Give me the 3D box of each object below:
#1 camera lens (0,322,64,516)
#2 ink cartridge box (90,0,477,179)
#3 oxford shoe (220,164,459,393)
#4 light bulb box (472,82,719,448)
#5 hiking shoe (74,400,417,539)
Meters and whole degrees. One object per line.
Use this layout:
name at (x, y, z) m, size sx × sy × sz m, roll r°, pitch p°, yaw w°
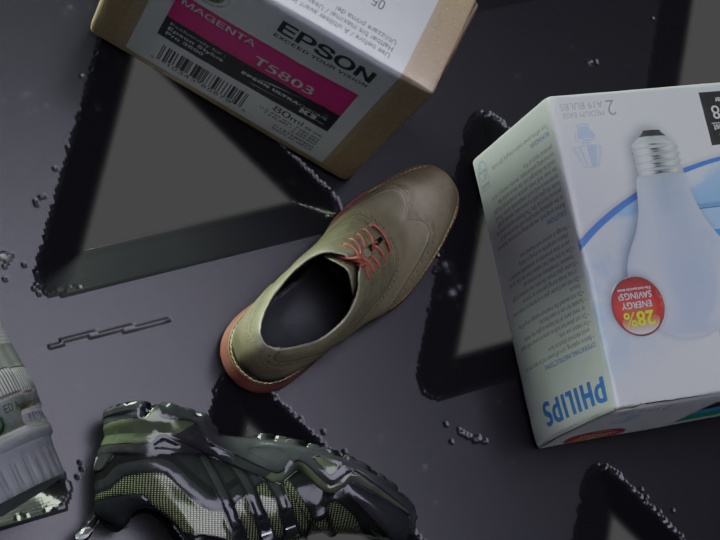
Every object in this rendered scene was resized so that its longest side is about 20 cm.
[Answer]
camera lens at (-0.269, 0.057, 0.929) m, size 0.159 × 0.160 × 0.201 m, roll -28°, pitch 86°, yaw -23°
ink cartridge box at (-0.052, -0.155, 1.057) m, size 0.199 × 0.165 × 0.075 m, roll 30°, pitch 68°, yaw -8°
oxford shoe at (0.000, 0.000, 1.081) m, size 0.070 × 0.075 × 0.200 m, roll 45°, pitch 67°, yaw -2°
light bulb box at (0.201, -0.006, 1.124) m, size 0.197 × 0.125 × 0.202 m, roll -7°, pitch 77°, yaw -20°
hiking shoe at (-0.067, 0.147, 1.029) m, size 0.198 × 0.076 × 0.101 m, roll 16°, pitch 79°, yaw -4°
